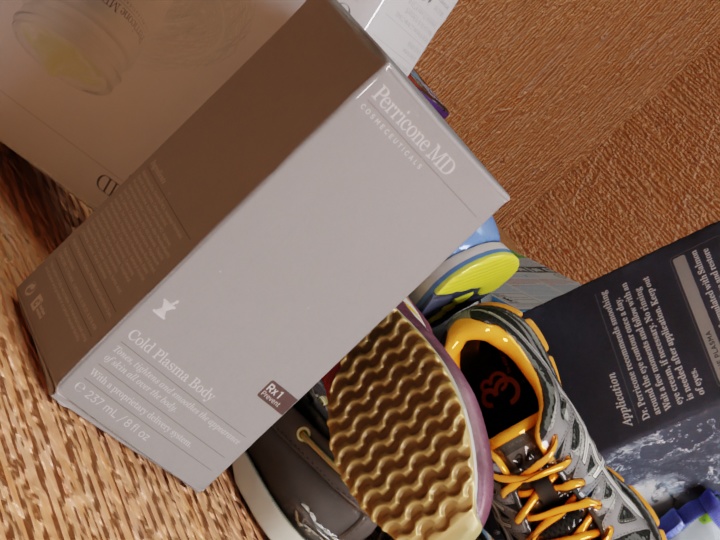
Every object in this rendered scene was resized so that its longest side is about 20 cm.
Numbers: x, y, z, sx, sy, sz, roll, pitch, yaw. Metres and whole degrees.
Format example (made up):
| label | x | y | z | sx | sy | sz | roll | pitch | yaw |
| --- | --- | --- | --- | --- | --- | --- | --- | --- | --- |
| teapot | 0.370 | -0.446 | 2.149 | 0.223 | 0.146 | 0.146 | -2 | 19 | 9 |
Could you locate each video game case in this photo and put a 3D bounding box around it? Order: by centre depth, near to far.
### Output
| label | x | y | z | sx | sy | sz | roll | pitch | yaw |
| --- | --- | --- | --- | --- | --- | --- | --- | --- | --- |
| video game case | 0.068 | -0.005 | 1.118 | 0.199 | 0.018 | 0.142 | 29 | 17 | 37 |

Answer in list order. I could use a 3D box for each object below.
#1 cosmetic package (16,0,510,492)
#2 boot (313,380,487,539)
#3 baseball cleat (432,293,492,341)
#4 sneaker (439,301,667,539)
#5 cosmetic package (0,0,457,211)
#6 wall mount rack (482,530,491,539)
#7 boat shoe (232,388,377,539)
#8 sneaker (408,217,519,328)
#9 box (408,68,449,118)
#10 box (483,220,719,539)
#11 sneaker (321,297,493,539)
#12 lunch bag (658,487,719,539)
| label | x | y | z | sx | sy | sz | roll | pitch | yaw |
| --- | --- | --- | --- | --- | --- | --- | --- | --- | --- |
| cosmetic package | -0.044 | -0.012 | 0.736 | 0.107 | 0.200 | 0.090 | 40 | 11 | -39 |
| boot | 0.005 | 0.124 | 0.898 | 0.174 | 0.069 | 0.200 | 48 | 1 | 12 |
| baseball cleat | 0.000 | 0.000 | 1.030 | 0.198 | 0.070 | 0.108 | 12 | -53 | 30 |
| sneaker | 0.092 | 0.107 | 0.845 | 0.201 | 0.078 | 0.077 | 59 | 9 | 15 |
| cosmetic package | -0.090 | -0.124 | 0.871 | 0.198 | 0.201 | 0.123 | 35 | 7 | 13 |
| wall mount rack | 0.109 | 0.169 | 1.165 | 0.174 | 0.074 | 0.200 | 47 | 9 | -11 |
| boat shoe | -0.049 | 0.064 | 0.855 | 0.202 | 0.060 | 0.072 | 55 | 10 | 33 |
| sneaker | 0.014 | -0.002 | 0.918 | 0.073 | 0.200 | 0.083 | -20 | 81 | -35 |
| box | -0.008 | -0.156 | 1.107 | 0.137 | 0.039 | 0.200 | 51 | 8 | 8 |
| box | 0.176 | 0.101 | 0.975 | 0.197 | 0.198 | 0.118 | 49 | 21 | -46 |
| sneaker | 0.019 | 0.055 | 0.795 | 0.090 | 0.075 | 0.201 | 34 | 21 | -51 |
| lunch bag | 0.192 | 0.242 | 0.933 | 0.200 | 0.170 | 0.128 | 47 | 10 | -16 |
